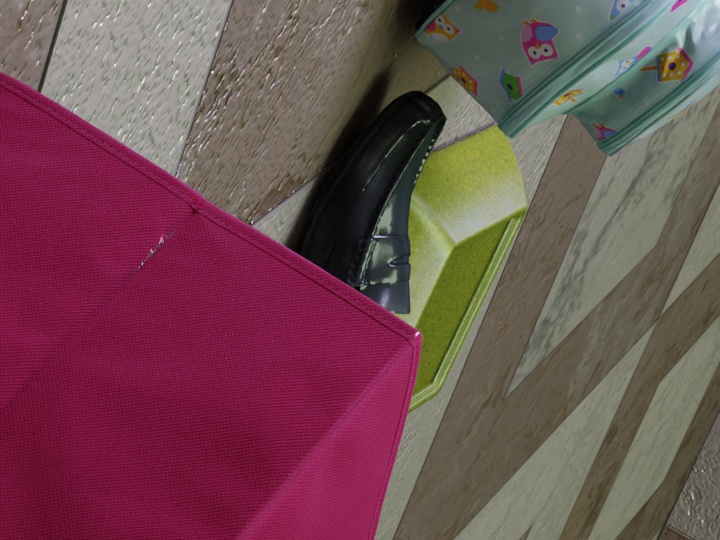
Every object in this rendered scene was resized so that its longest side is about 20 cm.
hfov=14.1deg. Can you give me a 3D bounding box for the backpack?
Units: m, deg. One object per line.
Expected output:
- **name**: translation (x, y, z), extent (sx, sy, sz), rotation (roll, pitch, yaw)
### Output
- **backpack**: translation (0.133, -0.151, 1.534), extent (0.200, 0.153, 0.176), rotation (-32, 177, -46)

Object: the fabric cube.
- **fabric cube**: translation (-0.123, 0.091, 1.055), extent (0.199, 0.200, 0.196), rotation (-48, 162, -34)

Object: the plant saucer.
- **plant saucer**: translation (0.032, 0.021, 1.764), extent (0.200, 0.048, 0.200), rotation (-66, 165, 20)

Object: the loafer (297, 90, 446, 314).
- **loafer**: translation (0.000, 0.000, 1.560), extent (0.201, 0.070, 0.068), rotation (-62, 166, 9)
